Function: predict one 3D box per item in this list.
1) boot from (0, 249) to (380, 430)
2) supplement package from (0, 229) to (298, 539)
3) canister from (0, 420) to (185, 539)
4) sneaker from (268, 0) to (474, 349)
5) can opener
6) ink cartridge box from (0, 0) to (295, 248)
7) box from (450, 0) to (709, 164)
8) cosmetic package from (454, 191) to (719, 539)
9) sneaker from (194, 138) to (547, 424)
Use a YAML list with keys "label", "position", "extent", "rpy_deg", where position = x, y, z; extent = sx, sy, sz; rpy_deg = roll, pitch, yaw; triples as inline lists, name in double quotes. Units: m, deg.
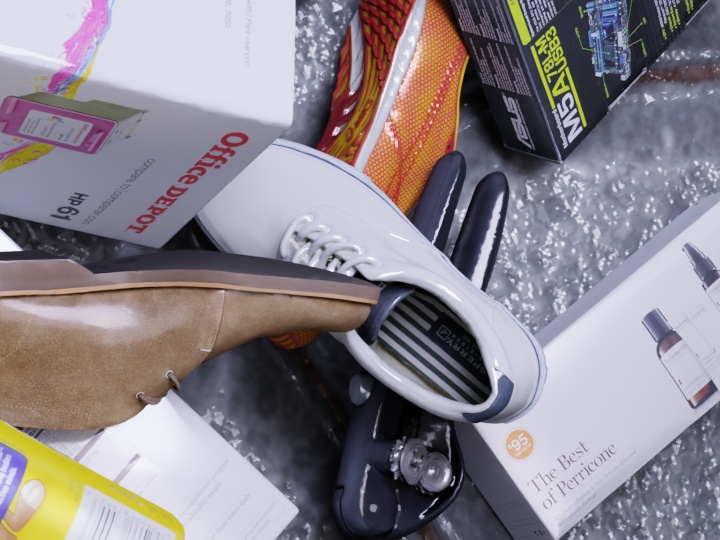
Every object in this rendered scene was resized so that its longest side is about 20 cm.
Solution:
- label: "boot"
  position: [-0.089, 0.029, 1.237]
  extent: [0.200, 0.074, 0.076]
  rpy_deg: [-1, 93, -14]
- label: "supplement package"
  position: [-0.148, 0.086, 1.293]
  extent: [0.200, 0.114, 0.110]
  rpy_deg: [44, 70, -8]
- label: "canister"
  position: [-0.191, 0.118, 1.167]
  extent: [0.200, 0.087, 0.149]
  rpy_deg: [31, 89, -18]
- label: "sneaker"
  position: [0.011, -0.047, 1.401]
  extent: [0.077, 0.073, 0.200]
  rpy_deg: [33, 77, -32]
- label: "can opener"
  position: [0.026, 0.038, 1.372]
  extent: [0.063, 0.079, 0.200]
  rpy_deg: [20, 82, -37]
- label: "ink cartridge box"
  position: [-0.146, -0.091, 1.263]
  extent: [0.200, 0.145, 0.085]
  rpy_deg: [11, 62, -26]
- label: "box"
  position: [0.116, -0.189, 1.411]
  extent: [0.193, 0.047, 0.200]
  rpy_deg: [-45, 134, -23]
- label: "cosmetic package"
  position: [0.138, 0.048, 1.440]
  extent: [0.200, 0.051, 0.083]
  rpy_deg: [-39, 94, -22]
- label: "sneaker"
  position: [0.000, 0.000, 1.309]
  extent: [0.200, 0.071, 0.073]
  rpy_deg: [33, 97, 12]
